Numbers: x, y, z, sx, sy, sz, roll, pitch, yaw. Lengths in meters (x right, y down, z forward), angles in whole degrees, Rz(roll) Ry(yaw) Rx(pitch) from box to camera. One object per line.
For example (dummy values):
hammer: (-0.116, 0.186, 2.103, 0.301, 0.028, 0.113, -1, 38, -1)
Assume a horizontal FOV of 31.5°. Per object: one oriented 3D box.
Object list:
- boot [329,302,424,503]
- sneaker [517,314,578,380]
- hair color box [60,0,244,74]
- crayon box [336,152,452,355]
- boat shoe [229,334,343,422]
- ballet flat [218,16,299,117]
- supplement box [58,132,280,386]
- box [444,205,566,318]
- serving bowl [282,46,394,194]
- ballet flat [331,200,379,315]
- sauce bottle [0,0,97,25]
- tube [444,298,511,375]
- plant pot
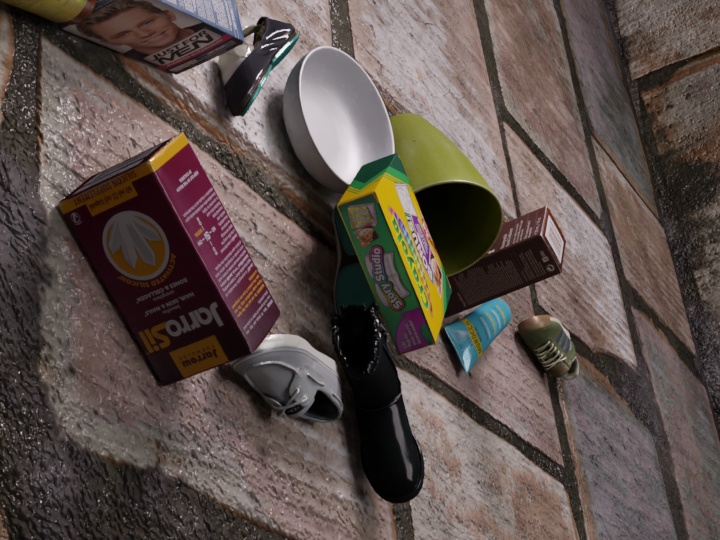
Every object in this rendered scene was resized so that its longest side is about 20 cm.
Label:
boot: (0.018, 0.148, 1.475, 0.163, 0.072, 0.200, 72, 6, -52)
sneaker: (0.339, 0.141, 2.238, 0.200, 0.067, 0.091, 29, 40, -61)
hair color box: (-0.216, -0.269, 1.326, 0.199, 0.099, 0.061, 12, 61, -62)
crayon box: (0.046, -0.024, 1.576, 0.173, 0.058, 0.202, -65, 134, -68)
boat shoe: (-0.070, 0.121, 1.359, 0.200, 0.069, 0.072, 31, 37, -60)
ballet flat: (-0.135, -0.254, 1.548, 0.073, 0.072, 0.201, 58, 32, -24)
supplement box: (-0.175, -0.009, 1.189, 0.202, 0.109, 0.086, 62, 25, -15)
box: (0.201, -0.013, 1.901, 0.075, 0.198, 0.100, 57, 25, -19)
serving bowl: (-0.038, -0.188, 1.674, 0.199, 0.065, 0.203, 29, 51, -44)
ballet flat: (0.000, 0.000, 1.634, 0.069, 0.069, 0.202, 40, 36, -48)
sauce bottle: (-0.319, -0.274, 1.152, 0.199, 0.065, 0.067, 6, 65, -65)
tube: (0.179, 0.094, 1.966, 0.078, 0.050, 0.200, 60, 29, -2)
plant pot: (0.081, -0.121, 1.792, 0.187, 0.186, 0.201, 43, 20, -45)
